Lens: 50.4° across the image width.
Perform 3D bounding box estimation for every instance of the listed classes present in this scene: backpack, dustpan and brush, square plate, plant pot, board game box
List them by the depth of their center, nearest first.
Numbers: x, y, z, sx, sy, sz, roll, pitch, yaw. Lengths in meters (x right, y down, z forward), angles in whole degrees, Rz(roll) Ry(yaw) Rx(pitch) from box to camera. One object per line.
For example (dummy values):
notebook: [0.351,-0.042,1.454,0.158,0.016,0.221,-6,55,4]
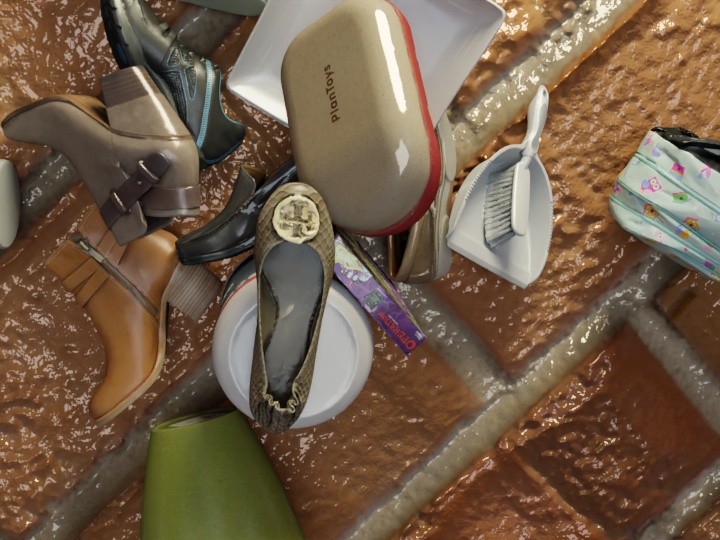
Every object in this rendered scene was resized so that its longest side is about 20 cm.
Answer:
square plate: [0.001,-0.206,0.719,0.197,0.028,0.201,31,113,-4]
board game box: [0.000,0.000,0.731,0.032,0.200,0.120,-44,103,4]
plant pot: [-0.150,0.251,0.791,0.185,0.187,0.202,-12,88,-5]
backpack: [0.364,-0.063,0.793,0.199,0.167,0.127,28,102,-6]
dustpan and brush: [0.164,-0.099,0.797,0.139,0.057,0.202,25,65,-35]

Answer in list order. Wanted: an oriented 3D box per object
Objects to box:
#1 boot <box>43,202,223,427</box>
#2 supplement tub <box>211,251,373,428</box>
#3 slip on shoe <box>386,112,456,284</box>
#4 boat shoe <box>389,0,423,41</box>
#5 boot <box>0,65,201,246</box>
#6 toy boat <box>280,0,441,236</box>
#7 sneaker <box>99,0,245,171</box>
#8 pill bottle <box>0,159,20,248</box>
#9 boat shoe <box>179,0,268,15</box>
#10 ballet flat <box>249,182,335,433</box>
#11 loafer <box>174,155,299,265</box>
boot: [-0.254,0.041,0.768,0.155,0.077,0.201,37,92,-15]
supplement tub: [-0.067,0.051,0.732,0.139,0.200,0.142,-1,102,-7]
slip on shoe: [0.053,-0.084,0.784,0.060,0.076,0.202,-12,111,-27]
boat shoe: [-0.008,-0.291,0.741,0.073,0.075,0.201,-34,96,10]
boot: [-0.240,-0.096,0.714,0.198,0.070,0.148,-12,100,28]
toy boat: [0.016,-0.126,0.672,0.130,0.130,0.202,-23,69,34]
sneaker: [-0.184,-0.195,0.742,0.081,0.073,0.201,-30,110,-18]
pill bottle: [-0.429,-0.065,0.706,0.198,0.113,0.114,3,102,-8]
boat shoe: [-0.176,-0.302,0.719,0.199,0.070,0.072,14,80,-9]
ballet flat: [-0.057,0.033,0.602,0.067,0.046,0.202,7,99,-9]
loafer: [-0.097,-0.071,0.739,0.199,0.073,0.073,-27,109,3]
